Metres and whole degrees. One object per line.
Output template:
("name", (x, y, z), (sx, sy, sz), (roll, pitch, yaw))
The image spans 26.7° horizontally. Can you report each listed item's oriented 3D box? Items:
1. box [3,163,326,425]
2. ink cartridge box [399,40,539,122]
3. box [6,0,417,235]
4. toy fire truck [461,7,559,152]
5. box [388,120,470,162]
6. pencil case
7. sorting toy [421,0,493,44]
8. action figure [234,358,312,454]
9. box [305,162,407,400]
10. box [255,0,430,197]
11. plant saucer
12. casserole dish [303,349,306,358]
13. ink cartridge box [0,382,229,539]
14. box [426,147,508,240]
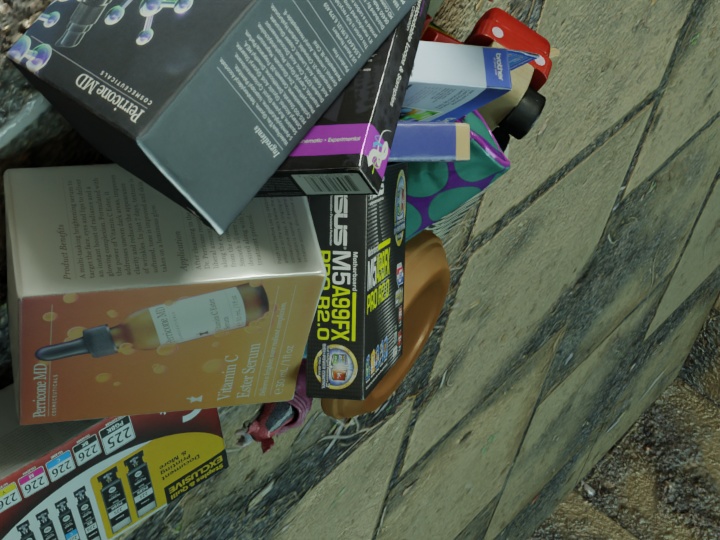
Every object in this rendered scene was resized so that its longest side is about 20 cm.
("box", (-0.139, 0.014, 1.035), (0.198, 0.107, 0.153), (-5, 144, -16))
("ink cartridge box", (0.030, -0.142, 1.175), (0.198, 0.042, 0.119), (-3, 170, -32))
("box", (-0.090, -0.152, 0.938), (0.200, 0.148, 0.107), (-51, 141, -9))
("toy fire truck", (0.132, -0.184, 1.462), (0.176, 0.128, 0.201), (-48, -165, 51))
("box", (-0.034, -0.095, 1.112), (0.198, 0.121, 0.033), (-3, 97, -22))
("pencil case", (0.034, -0.075, 1.351), (0.199, 0.092, 0.085), (-36, -152, 23))
("sorting toy", (0.042, -0.225, 1.262), (0.201, 0.069, 0.198), (-58, 159, 11))
("action figure", (-0.055, 0.095, 1.430), (0.135, 0.147, 0.201), (75, 23, -44))
("box", (0.000, 0.000, 1.136), (0.200, 0.044, 0.162), (-32, 125, -79))
("box", (-0.032, -0.140, 0.991), (0.036, 0.142, 0.202), (49, 49, -50))
("plant saucer", (0.031, 0.058, 1.442), (0.201, 0.037, 0.201), (-55, 164, -24))
("casserole dish", (-0.056, 0.026, 1.277), (0.200, 0.120, 0.039), (35, 52, -50))
("ink cartridge box", (-0.208, 0.153, 1.179), (0.199, 0.084, 0.177), (-31, 140, -23))
("box", (0.067, -0.076, 1.555), (0.200, 0.068, 0.082), (-47, 159, -18))
